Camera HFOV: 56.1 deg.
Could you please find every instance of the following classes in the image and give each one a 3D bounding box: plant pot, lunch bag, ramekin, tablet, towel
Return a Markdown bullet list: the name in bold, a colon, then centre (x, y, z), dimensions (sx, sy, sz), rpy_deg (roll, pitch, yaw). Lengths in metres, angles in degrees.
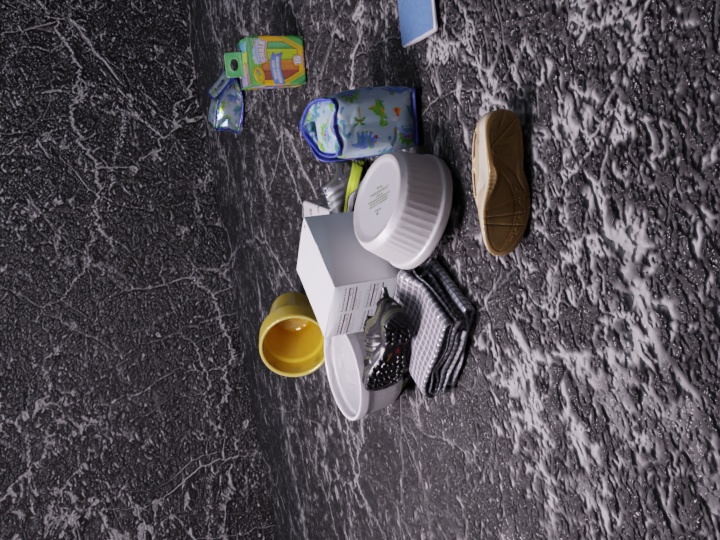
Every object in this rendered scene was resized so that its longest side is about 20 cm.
- **plant pot**: centre (-0.190, 0.164, 1.918), dimensions (0.190, 0.197, 0.204), rpy_deg (-107, 18, -60)
- **lunch bag**: centre (-0.008, -0.274, 1.260), dimensions (0.200, 0.167, 0.130), rpy_deg (-150, 52, -63)
- **ramekin**: centre (0.007, 0.196, 1.391), dimensions (0.200, 0.103, 0.204), rpy_deg (169, 90, -68)
- **tablet**: centre (0.092, -0.497, 1.150), dimensions (0.130, 0.013, 0.204), rpy_deg (-171, 73, -68)
- **towel**: centre (0.120, 0.103, 1.209), dimensions (0.166, 0.084, 0.202), rpy_deg (-122, 31, -45)
- **ramekin**: centre (0.064, -0.111, 1.167), dimensions (0.202, 0.093, 0.205), rpy_deg (-38, 46, 51)
- **lunch bag**: centre (-0.496, -0.628, 2.501), dimensions (0.170, 0.125, 0.203), rpy_deg (-131, 50, -58)

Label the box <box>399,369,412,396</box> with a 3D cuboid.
- **box**: centre (0.056, 0.157, 1.454), dimensions (0.194, 0.047, 0.202), rpy_deg (111, 143, -57)

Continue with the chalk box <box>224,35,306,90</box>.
- **chalk box**: centre (-0.256, -0.545, 1.780), dimensions (0.124, 0.197, 0.127), rpy_deg (-159, 63, -66)

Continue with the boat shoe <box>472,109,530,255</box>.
- **boat shoe**: centre (0.195, -0.125, 0.959), dimensions (0.069, 0.072, 0.204), rpy_deg (-129, 35, -73)

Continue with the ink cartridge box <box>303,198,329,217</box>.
- **ink cartridge box**: centre (-0.066, -0.088, 1.620), dimensions (0.200, 0.082, 0.149), rpy_deg (-151, 55, -64)

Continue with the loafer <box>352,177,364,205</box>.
- **loafer**: centre (0.023, -0.121, 1.421), dimensions (0.063, 0.071, 0.201), rpy_deg (49, 153, 21)

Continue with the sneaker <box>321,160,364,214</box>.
- **sneaker**: centre (-0.050, -0.150, 1.478), dimensions (0.074, 0.080, 0.203), rpy_deg (58, -132, -86)

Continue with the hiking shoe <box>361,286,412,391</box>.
- **hiking shoe**: centre (0.042, 0.130, 1.233), dimensions (0.101, 0.075, 0.202), rpy_deg (-113, 32, -48)

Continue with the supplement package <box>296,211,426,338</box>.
- **supplement package**: centre (0.000, 0.000, 1.323), dimensions (0.148, 0.197, 0.193), rpy_deg (103, 150, -44)
